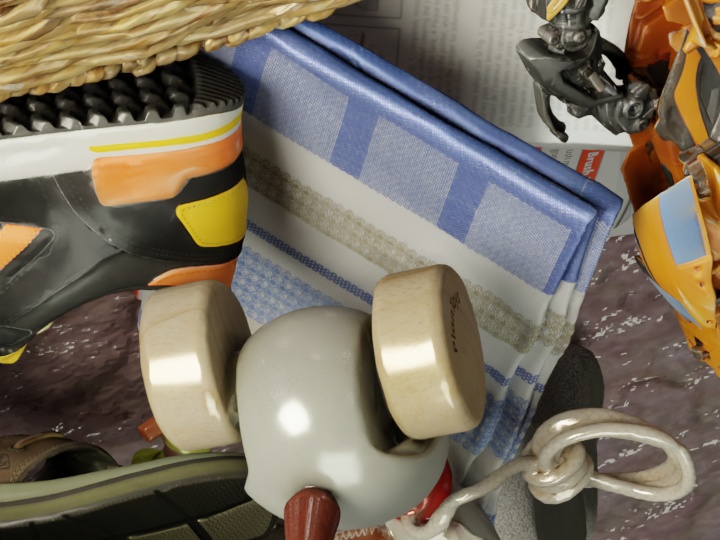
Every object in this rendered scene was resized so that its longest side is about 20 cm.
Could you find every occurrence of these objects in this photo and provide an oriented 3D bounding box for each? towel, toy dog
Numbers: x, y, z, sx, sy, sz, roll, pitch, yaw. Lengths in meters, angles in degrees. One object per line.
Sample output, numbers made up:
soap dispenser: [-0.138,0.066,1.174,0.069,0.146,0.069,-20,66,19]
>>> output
towel: [0.000,0.000,0.940,0.147,0.024,0.200,30,147,9]
toy dog: [0.007,0.077,0.888,0.132,0.096,0.200,-19,142,33]

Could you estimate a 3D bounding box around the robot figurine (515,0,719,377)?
robot figurine: [0.125,-0.061,0.879,0.145,0.058,0.200,-34,132,-12]

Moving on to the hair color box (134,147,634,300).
hair color box: [0.017,-0.056,1.022,0.200,0.064,0.111,-7,147,-14]

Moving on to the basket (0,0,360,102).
basket: [-0.060,-0.145,0.803,0.200,0.149,0.143,-17,167,-3]

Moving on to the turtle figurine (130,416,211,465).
turtle figurine: [-0.112,0.117,1.169,0.200,0.064,0.161,-40,-179,44]

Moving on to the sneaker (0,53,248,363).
sneaker: [-0.129,-0.008,0.864,0.200,0.070,0.090,-8,116,-9]

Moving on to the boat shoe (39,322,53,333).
boat shoe: [-0.122,-0.010,0.994,0.072,0.060,0.200,-7,165,-32]

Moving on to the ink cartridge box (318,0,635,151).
ink cartridge box: [0.043,-0.118,0.914,0.200,0.047,0.160,4,124,-2]

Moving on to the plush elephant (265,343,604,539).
plush elephant: [0.011,0.105,1.192,0.155,0.200,0.165,-11,160,21]

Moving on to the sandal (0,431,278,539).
sandal: [-0.125,0.086,1.051,0.201,0.057,0.080,-5,142,-13]
